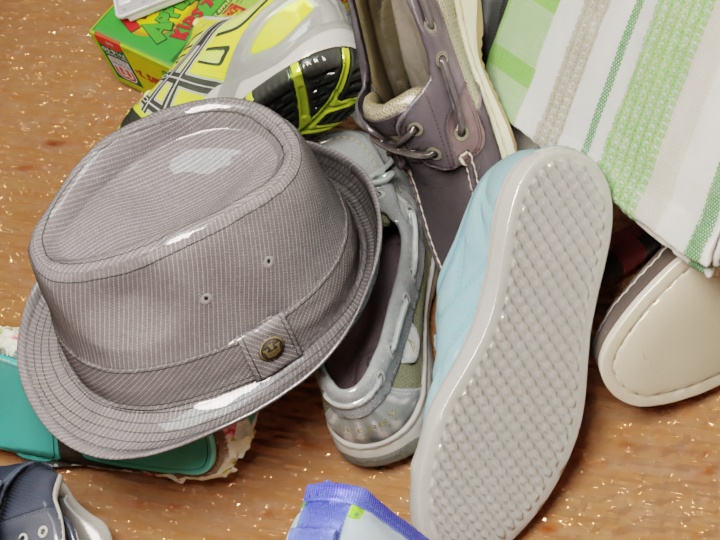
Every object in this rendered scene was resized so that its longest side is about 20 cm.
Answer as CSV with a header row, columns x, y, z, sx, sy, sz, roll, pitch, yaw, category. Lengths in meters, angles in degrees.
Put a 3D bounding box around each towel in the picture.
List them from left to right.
x,y,z,sx,sy,sz,roll,pitch,yaw,category
0.138,-0.106,1.107,0.200,0.031,0.150,44,121,47,towel

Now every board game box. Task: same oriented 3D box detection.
x,y,z,sx,sy,sz,roll,pitch,yaw,category
-0.050,-0.177,1.354,0.101,0.048,0.200,27,68,35,board game box

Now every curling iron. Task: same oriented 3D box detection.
x,y,z,sx,sy,sz,roll,pitch,yaw,category
0.120,-0.016,1.175,0.200,0.026,0.050,-37,91,-2,curling iron

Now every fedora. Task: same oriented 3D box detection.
x,y,z,sx,sy,sz,roll,pitch,yaw,category
-0.089,-0.012,1.135,0.199,0.090,0.177,-26,46,-1,fedora

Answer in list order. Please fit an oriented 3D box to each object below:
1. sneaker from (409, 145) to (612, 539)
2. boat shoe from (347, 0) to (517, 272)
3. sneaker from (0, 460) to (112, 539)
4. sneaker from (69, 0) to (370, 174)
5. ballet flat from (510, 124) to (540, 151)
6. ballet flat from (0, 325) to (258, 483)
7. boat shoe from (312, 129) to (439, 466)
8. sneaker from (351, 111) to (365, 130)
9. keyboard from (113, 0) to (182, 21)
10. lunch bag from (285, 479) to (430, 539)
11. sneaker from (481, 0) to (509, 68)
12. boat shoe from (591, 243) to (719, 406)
x,y,z,sx,sy,sz,roll,pitch,yaw,category
0.065,0.039,1.125,0.201,0.074,0.082,-71,19,-2,sneaker
0.030,-0.084,1.169,0.065,0.201,0.072,-17,12,-37,boat shoe
-0.195,0.178,1.129,0.146,0.077,0.203,-5,52,22,sneaker
-0.076,-0.088,1.252,0.200,0.075,0.077,-28,59,29,sneaker
0.123,-0.098,1.215,0.200,0.072,0.072,-29,50,1,ballet flat
-0.137,0.065,1.208,0.199,0.076,0.064,12,29,24,ballet flat
-0.001,0.001,1.190,0.074,0.065,0.203,-12,51,13,boat shoe
0.047,-0.152,1.286,0.084,0.075,0.200,22,59,42,sneaker
-0.048,-0.194,1.328,0.199,0.011,0.056,-21,50,6,keyboard
-0.003,0.205,0.951,0.127,0.200,0.171,4,57,24,lunch bag
0.132,-0.166,1.236,0.084,0.075,0.200,26,58,39,sneaker
0.186,-0.014,1.126,0.200,0.072,0.060,-41,30,-2,boat shoe
